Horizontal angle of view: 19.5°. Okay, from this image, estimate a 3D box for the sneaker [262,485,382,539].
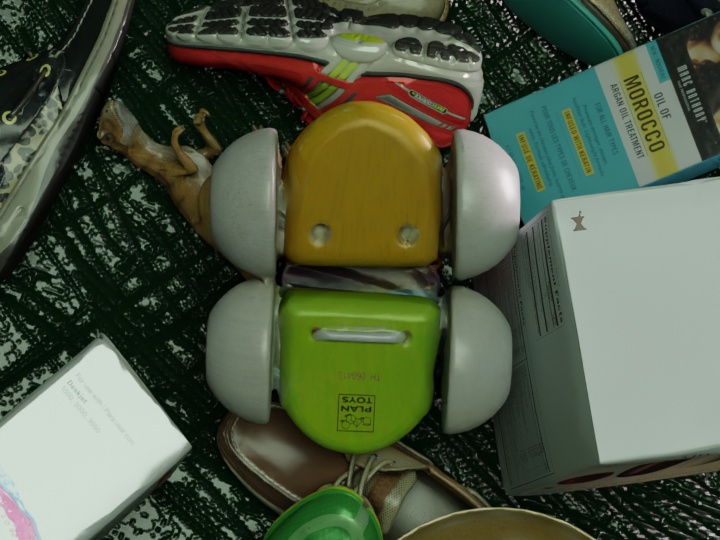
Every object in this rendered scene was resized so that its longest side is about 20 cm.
[{"bbox_3d":[-0.056,0.211,1.179,0.074,0.084,0.200,39,93,-6],"label":"sneaker"}]

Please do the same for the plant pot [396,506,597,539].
[{"bbox_3d":[0.077,0.235,1.176,0.198,0.027,0.202,1,79,-3],"label":"plant pot"}]

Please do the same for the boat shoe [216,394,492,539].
[{"bbox_3d":[0.010,0.129,1.232,0.199,0.072,0.076,26,76,-4],"label":"boat shoe"}]

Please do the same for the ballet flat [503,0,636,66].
[{"bbox_3d":[0.100,-0.204,1.318,0.199,0.068,0.068,33,68,-4],"label":"ballet flat"}]

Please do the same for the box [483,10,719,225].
[{"bbox_3d":[0.182,-0.094,1.273,0.198,0.049,0.083,-23,82,16],"label":"box"}]

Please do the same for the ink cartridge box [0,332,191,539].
[{"bbox_3d":[-0.195,0.138,1.156,0.200,0.145,0.085,-42,89,-15],"label":"ink cartridge box"}]

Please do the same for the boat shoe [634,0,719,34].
[{"bbox_3d":[0.241,-0.153,1.337,0.075,0.092,0.201,-47,117,-45],"label":"boat shoe"}]

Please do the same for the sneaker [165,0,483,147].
[{"bbox_3d":[-0.025,-0.114,1.275,0.198,0.077,0.086,10,116,5],"label":"sneaker"}]

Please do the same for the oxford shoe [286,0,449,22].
[{"bbox_3d":[-0.032,-0.205,1.288,0.199,0.075,0.071,27,75,-5],"label":"oxford shoe"}]

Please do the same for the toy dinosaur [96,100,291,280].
[{"bbox_3d":[-0.077,-0.031,1.266,0.106,0.060,0.201,-37,91,16],"label":"toy dinosaur"}]

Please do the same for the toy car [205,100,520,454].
[{"bbox_3d":[0.000,0.000,1.210,0.173,0.150,0.202,1,99,-2],"label":"toy car"}]

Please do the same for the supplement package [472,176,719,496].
[{"bbox_3d":[0.185,0.040,1.216,0.189,0.200,0.149,-7,80,-11],"label":"supplement package"}]

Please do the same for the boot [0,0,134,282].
[{"bbox_3d":[-0.232,-0.113,1.236,0.153,0.074,0.205,25,75,-2],"label":"boot"}]
